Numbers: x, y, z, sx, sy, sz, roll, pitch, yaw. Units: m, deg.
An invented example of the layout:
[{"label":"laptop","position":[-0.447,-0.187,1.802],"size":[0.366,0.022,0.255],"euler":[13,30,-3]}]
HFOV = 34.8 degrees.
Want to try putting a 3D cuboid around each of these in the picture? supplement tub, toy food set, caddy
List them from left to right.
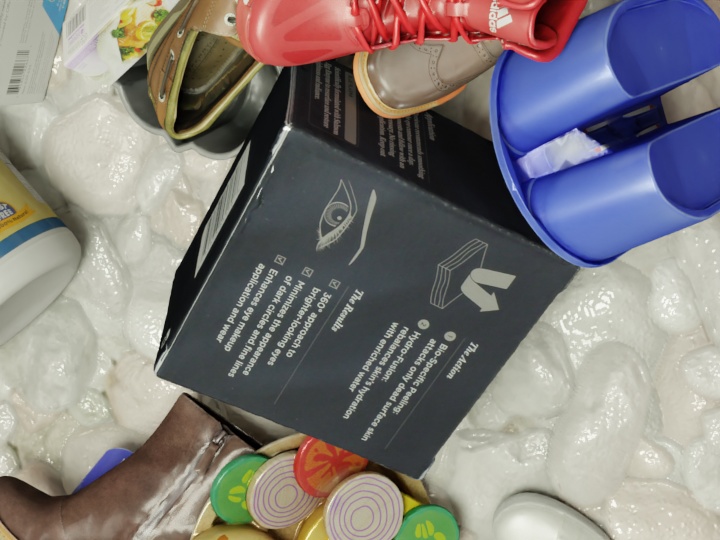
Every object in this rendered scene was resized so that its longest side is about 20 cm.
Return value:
[{"label":"supplement tub","position":[-0.320,-0.041,0.849],"size":[0.145,0.145,0.200],"euler":[-43,88,17]},{"label":"toy food set","position":[-0.032,0.206,0.824],"size":[0.199,0.049,0.200],"euler":[30,89,-23]},{"label":"caddy","position":[0.154,-0.085,0.688],"size":[0.104,0.199,0.143],"euler":[-22,91,42]}]

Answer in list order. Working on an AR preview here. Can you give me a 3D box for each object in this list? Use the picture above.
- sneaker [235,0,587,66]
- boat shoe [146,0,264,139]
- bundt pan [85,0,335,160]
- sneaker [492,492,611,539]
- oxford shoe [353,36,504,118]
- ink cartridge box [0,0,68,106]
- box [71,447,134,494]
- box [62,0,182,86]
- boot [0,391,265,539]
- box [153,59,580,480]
[{"label":"sneaker","position":[0.037,-0.149,0.614],"size":[0.198,0.116,0.079],"euler":[-28,134,-7]},{"label":"boat shoe","position":[-0.064,-0.156,0.677],"size":[0.071,0.069,0.200],"euler":[13,138,-28]},{"label":"bundt pan","position":[-0.090,-0.182,0.782],"size":[0.199,0.076,0.205],"euler":[10,110,27]},{"label":"sneaker","position":[0.165,0.246,0.807],"size":[0.073,0.085,0.200],"euler":[-42,86,19]},{"label":"oxford shoe","position":[0.076,-0.161,0.699],"size":[0.072,0.200,0.073],"euler":[56,151,-13]},{"label":"ink cartridge box","position":[-0.282,-0.176,0.786],"size":[0.066,0.200,0.117],"euler":[22,104,10]},{"label":"box","position":[-0.141,0.228,0.907],"size":[0.200,0.041,0.119],"euler":[45,107,6]},{"label":"box","position":[-0.117,-0.189,0.721],"size":[0.199,0.038,0.042],"euler":[-34,53,33]},{"label":"boot","position":[-0.171,0.162,0.861],"size":[0.199,0.072,0.168],"euler":[31,94,9]},{"label":"box","position":[0.000,0.000,0.733],"size":[0.198,0.118,0.198],"euler":[24,121,-16]}]
